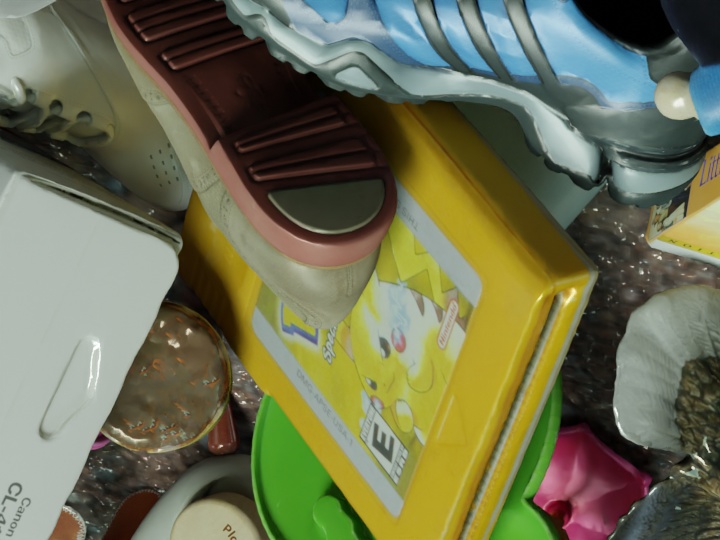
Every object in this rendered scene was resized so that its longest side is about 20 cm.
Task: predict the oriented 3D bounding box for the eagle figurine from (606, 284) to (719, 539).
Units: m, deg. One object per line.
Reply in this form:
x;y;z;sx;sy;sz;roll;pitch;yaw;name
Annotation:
0.168;0.100;1.007;0.152;0.151;0.200;-1;158;-5;eagle figurine

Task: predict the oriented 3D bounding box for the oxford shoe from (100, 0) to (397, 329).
-0.054;-0.062;0.954;0.070;0.200;0.075;-15;146;-20;oxford shoe

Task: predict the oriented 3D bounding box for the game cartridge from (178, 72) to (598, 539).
0.000;0.000;0.984;0.200;0.032;0.176;49;140;31;game cartridge

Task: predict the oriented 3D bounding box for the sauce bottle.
-0.089;0.048;1.118;0.066;0.066;0.200;26;176;-3;sauce bottle

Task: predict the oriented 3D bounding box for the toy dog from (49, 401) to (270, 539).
-0.109;0.126;1.255;0.200;0.096;0.132;-18;173;5;toy dog

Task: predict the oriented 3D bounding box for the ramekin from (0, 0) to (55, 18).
-0.109;-0.191;0.820;0.094;0.202;0.202;31;143;12;ramekin

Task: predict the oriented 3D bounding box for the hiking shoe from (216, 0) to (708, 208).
0.043;-0.101;0.909;0.200;0.074;0.087;21;127;-4;hiking shoe

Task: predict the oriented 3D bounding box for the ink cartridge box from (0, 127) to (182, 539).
-0.175;0.012;1.044;0.086;0.148;0.200;24;-178;-33;ink cartridge box

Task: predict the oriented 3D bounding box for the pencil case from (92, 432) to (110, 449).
-0.212;0.039;1.219;0.200;0.091;0.094;-1;171;25;pencil case

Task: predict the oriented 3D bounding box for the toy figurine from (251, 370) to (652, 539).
0.073;0.115;1.100;0.150;0.200;0.184;-37;141;15;toy figurine

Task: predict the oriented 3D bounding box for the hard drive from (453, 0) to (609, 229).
0.052;-0.082;0.992;0.132;0.027;0.200;29;141;-7;hard drive

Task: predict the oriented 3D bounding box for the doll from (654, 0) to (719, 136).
0.124;-0.112;0.804;0.200;0.048;0.136;48;123;35;doll

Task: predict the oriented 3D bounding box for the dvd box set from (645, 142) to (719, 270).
0.205;-0.024;0.904;0.146;0.029;0.200;17;163;-12;dvd box set

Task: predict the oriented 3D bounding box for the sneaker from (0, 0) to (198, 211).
-0.137;-0.087;1.033;0.074;0.087;0.200;-21;125;39;sneaker
